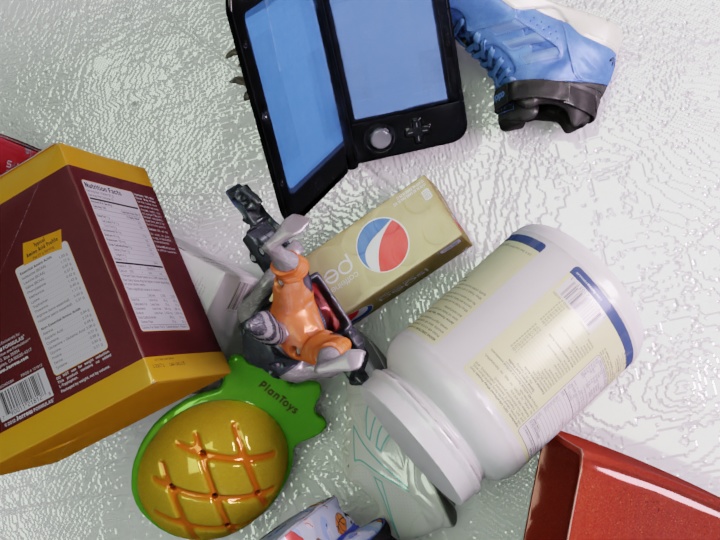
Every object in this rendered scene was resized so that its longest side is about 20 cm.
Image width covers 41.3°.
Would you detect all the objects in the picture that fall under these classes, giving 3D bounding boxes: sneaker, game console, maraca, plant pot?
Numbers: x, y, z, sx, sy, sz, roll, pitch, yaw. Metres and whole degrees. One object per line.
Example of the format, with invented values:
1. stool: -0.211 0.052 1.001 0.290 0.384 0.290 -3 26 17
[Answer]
1. sneaker: 0.124 -0.186 0.844 0.198 0.077 0.112 17 85 -5
2. game console: -0.001 -0.163 0.781 0.174 0.117 0.201 -12 121 2
3. maraca: -0.120 0.162 0.867 0.137 0.107 0.200 39 98 -23
4. plant pot: 0.221 0.245 0.732 0.175 0.200 0.202 12 87 4
5. sneaker: 0.012 0.148 0.856 0.080 0.070 0.202 -27 78 14

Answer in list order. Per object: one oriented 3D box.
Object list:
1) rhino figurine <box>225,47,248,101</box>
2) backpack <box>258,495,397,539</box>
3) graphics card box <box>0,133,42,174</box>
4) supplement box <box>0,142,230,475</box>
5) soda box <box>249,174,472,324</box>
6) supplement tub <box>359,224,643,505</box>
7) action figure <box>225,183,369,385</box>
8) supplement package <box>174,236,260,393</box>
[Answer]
1. rhino figurine: -0.051 -0.175 0.918 0.199 0.060 0.088 25 87 19
2. backpack: -0.051 0.287 0.768 0.191 0.200 0.154 -47 74 10
3. graphics card box: -0.431 -0.119 0.984 0.198 0.125 0.051 10 87 16
4. supplement box: -0.251 0.037 0.784 0.196 0.133 0.201 -27 79 14
5. soda box: 0.000 0.000 0.880 0.199 0.064 0.068 -34 76 9
6. supplement tub: 0.112 0.075 0.772 0.200 0.145 0.145 -40 74 -11
7. action figure: -0.072 0.022 0.766 0.104 0.194 0.201 -34 85 -20
8. supplement package: -0.210 0.020 0.906 0.199 0.121 0.121 25 92 16
